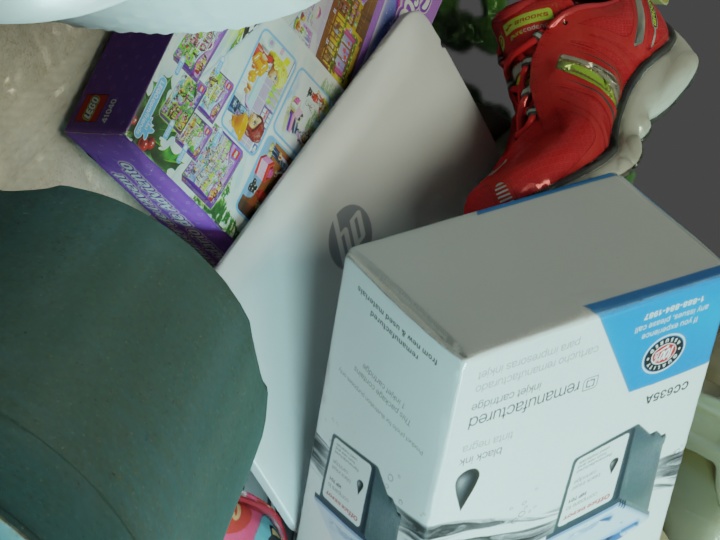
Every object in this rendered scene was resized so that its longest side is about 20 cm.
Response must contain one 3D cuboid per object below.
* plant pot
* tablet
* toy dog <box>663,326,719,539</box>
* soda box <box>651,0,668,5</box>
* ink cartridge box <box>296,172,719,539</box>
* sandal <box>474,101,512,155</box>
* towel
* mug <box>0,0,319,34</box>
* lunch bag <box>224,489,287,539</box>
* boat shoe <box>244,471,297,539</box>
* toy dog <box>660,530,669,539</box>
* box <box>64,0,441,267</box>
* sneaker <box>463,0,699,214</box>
[{"bbox_3d":[-0.128,0.082,0.838,0.196,0.199,0.201,-60,138,-55],"label":"plant pot"},{"bbox_3d":[0.000,0.000,1.075,0.201,0.014,0.131,-55,133,-29],"label":"tablet"},{"bbox_3d":[0.226,0.080,1.352,0.199,0.139,0.195,-27,125,-45],"label":"toy dog"},{"bbox_3d":[0.085,-0.203,1.219,0.200,0.064,0.068,33,69,-47],"label":"soda box"},{"bbox_3d":[0.058,0.075,1.042,0.146,0.086,0.201,-16,131,-33],"label":"ink cartridge box"},{"bbox_3d":[0.047,-0.052,1.198,0.200,0.080,0.057,-28,73,-37],"label":"sandal"},{"bbox_3d":[-0.108,-0.082,1.032,0.200,0.034,0.133,-44,127,-38],"label":"towel"},{"bbox_3d":[-0.098,-0.145,0.887,0.200,0.174,0.149,-52,151,-47],"label":"mug"},{"bbox_3d":[-0.120,0.168,1.007,0.176,0.082,0.202,27,74,-47],"label":"lunch bag"},{"bbox_3d":[-0.010,0.151,1.144,0.071,0.067,0.202,-5,98,-49],"label":"boat shoe"},{"bbox_3d":[0.111,0.199,1.216,0.139,0.194,0.201,30,37,-33],"label":"toy dog"},{"bbox_3d":[-0.034,-0.104,1.062,0.137,0.039,0.201,45,60,-43],"label":"box"},{"bbox_3d":[0.083,-0.078,1.123,0.085,0.077,0.200,53,36,-12],"label":"sneaker"}]
